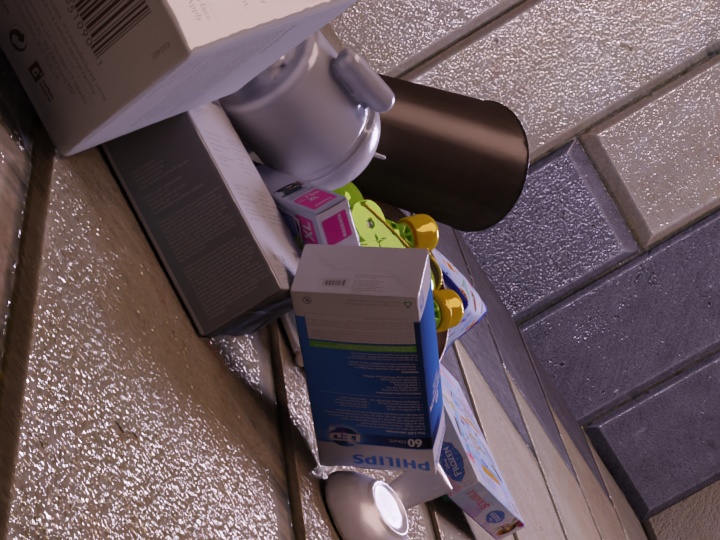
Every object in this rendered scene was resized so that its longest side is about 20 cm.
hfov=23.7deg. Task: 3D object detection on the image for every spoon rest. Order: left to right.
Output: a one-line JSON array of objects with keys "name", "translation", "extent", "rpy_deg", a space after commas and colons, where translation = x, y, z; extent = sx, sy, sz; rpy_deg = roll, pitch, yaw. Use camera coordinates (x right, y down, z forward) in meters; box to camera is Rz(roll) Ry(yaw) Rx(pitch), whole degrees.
[{"name": "spoon rest", "translation": [0.019, 0.206, 1.467], "extent": [0.100, 0.060, 0.200], "rpy_deg": [60, 21, 6]}]

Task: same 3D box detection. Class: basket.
[{"name": "basket", "translation": [0.039, -0.127, 1.712], "extent": [0.199, 0.137, 0.180], "rpy_deg": [13, 6, -33]}]

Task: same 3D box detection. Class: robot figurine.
[{"name": "robot figurine", "translation": [-0.055, -0.146, 1.512], "extent": [0.200, 0.168, 0.114], "rpy_deg": [49, 41, -42]}]

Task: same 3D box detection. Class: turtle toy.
[{"name": "turtle toy", "translation": [0.000, 0.000, 1.615], "extent": [0.101, 0.145, 0.202], "rpy_deg": [-31, -105, 56]}]

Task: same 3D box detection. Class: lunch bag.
[{"name": "lunch bag", "translation": [0.052, 0.003, 2.110], "extent": [0.200, 0.124, 0.170], "rpy_deg": [48, 5, 13]}]

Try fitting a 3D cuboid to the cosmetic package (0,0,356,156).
[{"name": "cosmetic package", "translation": [-0.142, -0.210, 1.225], "extent": [0.199, 0.165, 0.166], "rpy_deg": [-27, 88, -48]}]

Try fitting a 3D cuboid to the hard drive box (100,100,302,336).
[{"name": "hard drive box", "translation": [-0.122, -0.053, 1.378], "extent": [0.201, 0.076, 0.156], "rpy_deg": [62, 8, 7]}]

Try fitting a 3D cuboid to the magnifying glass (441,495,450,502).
[{"name": "magnifying glass", "translation": [0.056, 0.164, 1.906], "extent": [0.201, 0.022, 0.080], "rpy_deg": [60, 8, 4]}]

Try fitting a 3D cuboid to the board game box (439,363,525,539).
[{"name": "board game box", "translation": [0.104, 0.185, 1.921], "extent": [0.201, 0.041, 0.200], "rpy_deg": [66, 8, 29]}]

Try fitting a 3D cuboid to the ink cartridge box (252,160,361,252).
[{"name": "ink cartridge box", "translation": [-0.062, -0.026, 1.502], "extent": [0.200, 0.042, 0.120], "rpy_deg": [27, -40, 55]}]

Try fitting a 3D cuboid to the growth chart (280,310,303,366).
[{"name": "growth chart", "translation": [-0.036, 0.079, 1.654], "extent": [0.200, 0.018, 0.145], "rpy_deg": [51, 12, -47]}]

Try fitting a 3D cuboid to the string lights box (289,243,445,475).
[{"name": "string lights box", "translation": [0.009, 0.075, 1.382], "extent": [0.059, 0.102, 0.201], "rpy_deg": [-74, 163, -46]}]

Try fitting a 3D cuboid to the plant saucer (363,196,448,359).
[{"name": "plant saucer", "translation": [0.014, 0.021, 1.726], "extent": [0.199, 0.032, 0.202], "rpy_deg": [25, 56, -42]}]

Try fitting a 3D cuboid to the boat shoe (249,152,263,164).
[{"name": "boat shoe", "translation": [-0.108, -0.112, 1.683], "extent": [0.070, 0.071, 0.201], "rpy_deg": [59, 8, -3]}]
